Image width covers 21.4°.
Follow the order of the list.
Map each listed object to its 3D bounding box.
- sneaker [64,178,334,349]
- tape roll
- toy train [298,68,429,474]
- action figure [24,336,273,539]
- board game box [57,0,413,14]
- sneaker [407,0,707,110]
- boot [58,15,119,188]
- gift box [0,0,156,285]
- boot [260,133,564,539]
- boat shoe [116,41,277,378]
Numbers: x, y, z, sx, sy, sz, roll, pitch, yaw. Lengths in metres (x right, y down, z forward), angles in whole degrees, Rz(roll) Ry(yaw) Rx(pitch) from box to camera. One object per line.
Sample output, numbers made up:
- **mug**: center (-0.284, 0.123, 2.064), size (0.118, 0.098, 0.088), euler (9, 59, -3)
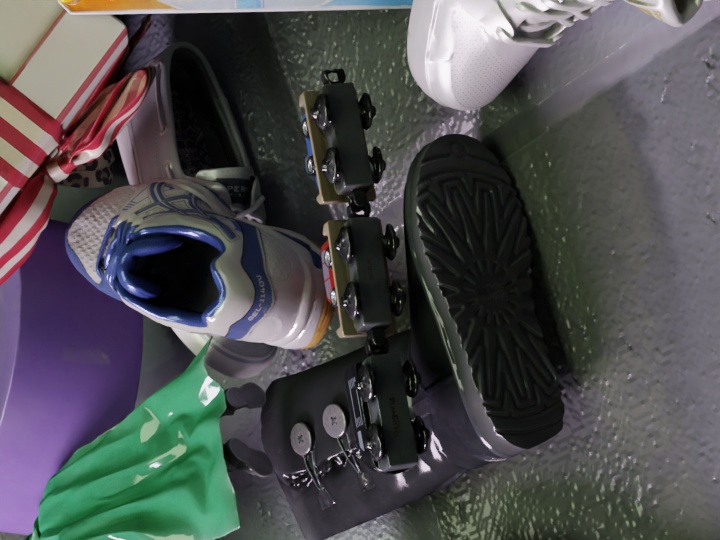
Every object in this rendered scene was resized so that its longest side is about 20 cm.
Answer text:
- **sneaker**: center (-0.104, -0.011, 1.011), size (0.199, 0.088, 0.076), euler (13, 94, 43)
- **tape roll**: center (-0.218, 0.065, 1.207), size (0.199, 0.084, 0.202), euler (-27, 57, 51)
- **toy train**: center (0.000, 0.000, 0.925), size (0.046, 0.034, 0.202), euler (138, 125, -67)
- **action figure**: center (-0.130, 0.125, 1.082), size (0.199, 0.054, 0.119), euler (-31, 51, 37)
- **board game box**: center (-0.060, -0.232, 0.959), size (0.026, 0.198, 0.202), euler (-64, -27, -83)
- **sneaker**: center (0.097, -0.131, 0.856), size (0.116, 0.073, 0.201), euler (54, 131, 35)
- **boot**: center (-0.220, -0.144, 1.233), size (0.203, 0.073, 0.155), euler (19, 111, 46)
- **gift box**: center (-0.226, -0.112, 1.074), size (0.186, 0.200, 0.185), euler (38, 92, -5)
- **boot**: center (0.014, 0.041, 0.995), size (0.200, 0.065, 0.166), euler (-34, 62, 55)
- **boat shoe**: center (-0.085, -0.039, 1.097), size (0.069, 0.071, 0.202), euler (-44, 53, 46)
